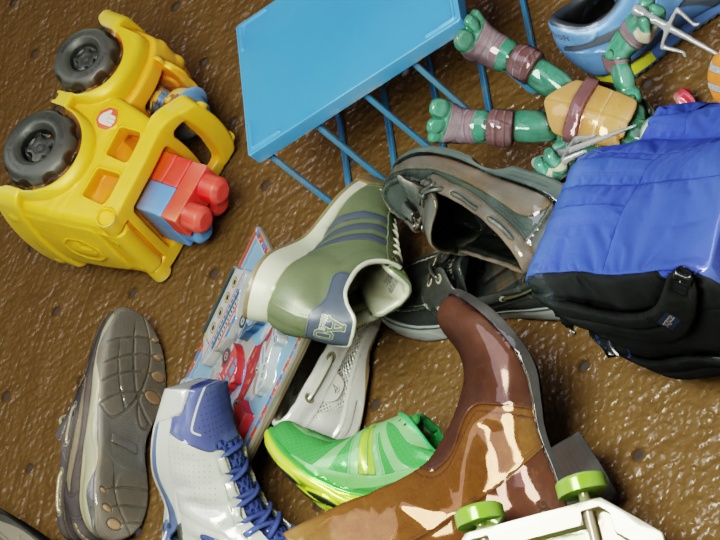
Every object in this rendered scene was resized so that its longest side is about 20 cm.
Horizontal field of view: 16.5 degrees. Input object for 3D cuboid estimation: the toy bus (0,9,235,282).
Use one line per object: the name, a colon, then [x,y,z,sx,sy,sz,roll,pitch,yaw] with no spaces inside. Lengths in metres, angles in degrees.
toy bus: [-0.172,-0.095,2.042,0.191,0.136,0.201,15,70,35]

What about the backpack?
backpack: [0.219,-0.017,1.573,0.199,0.162,0.169,-9,51,55]

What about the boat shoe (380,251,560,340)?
boat shoe: [0.081,0.003,1.766,0.199,0.057,0.069,-8,57,41]

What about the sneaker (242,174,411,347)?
sneaker: [0.000,0.000,1.776,0.089,0.200,0.067,23,122,19]

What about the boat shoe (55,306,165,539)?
boat shoe: [-0.207,0.121,1.952,0.073,0.074,0.201,-19,49,34]

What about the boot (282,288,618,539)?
boot: [0.040,0.131,1.635,0.199,0.069,0.189,-31,75,-4]

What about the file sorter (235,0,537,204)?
file sorter: [0.022,-0.156,1.888,0.199,0.123,0.139,-31,44,25]

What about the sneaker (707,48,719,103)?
sneaker: [0.332,-0.129,1.599,0.199,0.078,0.112,18,33,21]

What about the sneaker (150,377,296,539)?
sneaker: [-0.083,0.176,1.759,0.114,0.080,0.201,5,101,21]

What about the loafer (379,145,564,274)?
loafer: [0.070,-0.039,1.711,0.063,0.072,0.199,-46,30,-22]

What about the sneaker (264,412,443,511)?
sneaker: [0.020,0.138,1.722,0.199,0.074,0.084,16,70,37]

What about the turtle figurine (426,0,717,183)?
turtle figurine: [0.153,-0.111,1.718,0.199,0.101,0.150,14,60,25]

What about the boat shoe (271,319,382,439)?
boat shoe: [-0.029,0.039,1.837,0.071,0.069,0.201,-26,45,38]

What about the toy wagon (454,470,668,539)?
toy wagon: [0.101,0.218,1.546,0.199,0.040,0.156,-17,70,12]

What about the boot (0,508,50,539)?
boot: [-0.316,0.257,1.966,0.199,0.073,0.151,22,79,44]

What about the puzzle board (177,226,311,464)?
puzzle board: [-0.100,0.086,1.849,0.201,0.017,0.151,-63,29,21]

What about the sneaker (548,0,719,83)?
sneaker: [0.222,-0.216,1.772,0.200,0.078,0.066,-39,40,15]
